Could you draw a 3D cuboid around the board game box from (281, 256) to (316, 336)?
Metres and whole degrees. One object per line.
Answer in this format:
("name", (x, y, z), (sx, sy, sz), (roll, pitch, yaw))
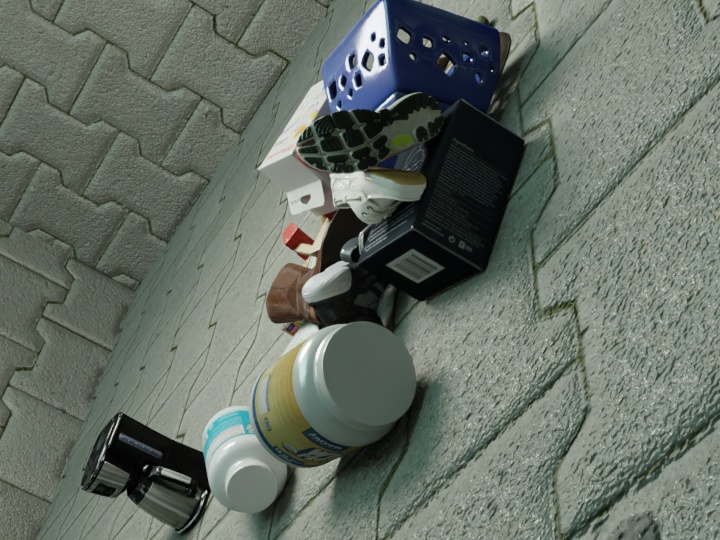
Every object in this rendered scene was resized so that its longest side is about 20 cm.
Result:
("board game box", (-0.049, 0.001, 1.768), (0.200, 0.046, 0.152), (-47, 20, 38))

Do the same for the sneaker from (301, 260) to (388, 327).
("sneaker", (0.013, 0.033, 1.473), (0.200, 0.114, 0.075), (-29, 14, -37))

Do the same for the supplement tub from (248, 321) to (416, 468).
("supplement tub", (-0.035, 0.149, 1.293), (0.200, 0.144, 0.145), (-37, 28, 55))

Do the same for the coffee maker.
("coffee maker", (-0.361, 0.333, 1.863), (0.135, 0.200, 0.192), (-52, 18, 24))

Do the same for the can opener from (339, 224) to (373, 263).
("can opener", (0.040, -0.069, 1.458), (0.067, 0.053, 0.200), (2, 31, 33))

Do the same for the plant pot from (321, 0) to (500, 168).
("plant pot", (0.073, -0.240, 1.517), (0.200, 0.199, 0.180), (-35, 51, 53))

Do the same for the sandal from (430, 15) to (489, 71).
("sandal", (0.137, -0.356, 1.799), (0.201, 0.057, 0.080), (-48, 20, 36))

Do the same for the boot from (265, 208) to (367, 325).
("boot", (-0.071, -0.008, 1.593), (0.200, 0.064, 0.187), (-1, 68, 66))

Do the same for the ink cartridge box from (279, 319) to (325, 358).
("ink cartridge box", (-0.064, 0.142, 1.544), (0.104, 0.059, 0.200), (-57, 16, 13))

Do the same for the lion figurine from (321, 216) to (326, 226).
("lion figurine", (-0.044, -0.116, 1.904), (0.123, 0.072, 0.201), (83, -165, -56))

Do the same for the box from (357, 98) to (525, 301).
("box", (0.101, -0.085, 1.354), (0.148, 0.107, 0.200), (-32, 33, 59))

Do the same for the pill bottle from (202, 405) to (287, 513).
("pill bottle", (-0.165, 0.273, 1.535), (0.111, 0.111, 0.200), (-59, 17, 4))

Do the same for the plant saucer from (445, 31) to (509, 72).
("plant saucer", (0.158, -0.289, 1.672), (0.200, 0.032, 0.200), (-54, 16, 23))

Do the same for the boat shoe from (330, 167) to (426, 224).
("boat shoe", (0.020, -0.090, 1.315), (0.200, 0.071, 0.070), (-161, 74, -65))

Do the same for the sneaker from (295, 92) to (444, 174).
("sneaker", (0.008, -0.154, 1.303), (0.085, 0.199, 0.077), (-27, 81, 63))

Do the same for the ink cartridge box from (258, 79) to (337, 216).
("ink cartridge box", (-0.050, -0.185, 1.652), (0.128, 0.125, 0.200), (-15, 41, 61))

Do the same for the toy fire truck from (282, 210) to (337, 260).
("toy fire truck", (-0.044, -0.065, 1.692), (0.141, 0.049, 0.200), (-49, 24, 2))
